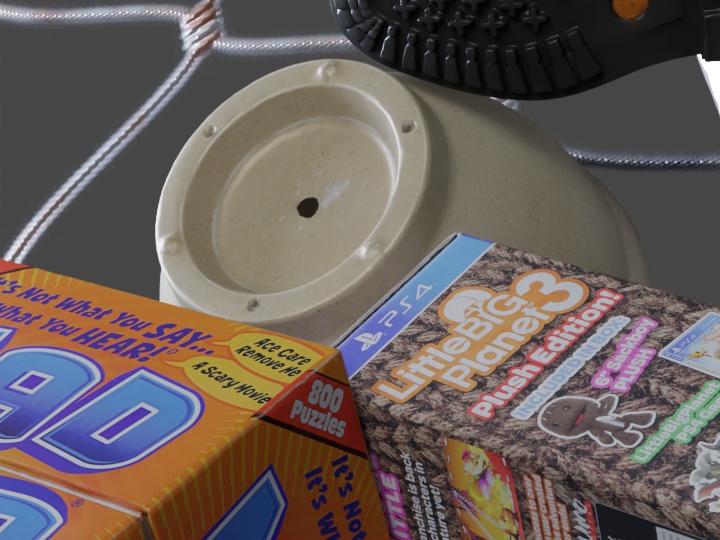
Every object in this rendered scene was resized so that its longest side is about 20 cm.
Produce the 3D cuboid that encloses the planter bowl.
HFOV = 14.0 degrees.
[{"bbox_3d":[0.000,0.000,1.165,0.199,0.135,0.201,-15,53,21],"label":"planter bowl"}]

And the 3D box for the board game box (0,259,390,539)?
[{"bbox_3d":[-0.119,0.141,1.023,0.199,0.201,0.200,13,40,40],"label":"board game box"}]

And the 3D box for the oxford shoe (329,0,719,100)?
[{"bbox_3d":[0.088,-0.112,1.129,0.199,0.073,0.084,-2,23,11],"label":"oxford shoe"}]

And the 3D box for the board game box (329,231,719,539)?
[{"bbox_3d":[0.096,0.097,1.013,0.199,0.160,0.097,17,44,36],"label":"board game box"}]

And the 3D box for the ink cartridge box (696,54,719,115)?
[{"bbox_3d":[0.211,-0.147,1.151,0.200,0.067,0.118,-51,39,37],"label":"ink cartridge box"}]
